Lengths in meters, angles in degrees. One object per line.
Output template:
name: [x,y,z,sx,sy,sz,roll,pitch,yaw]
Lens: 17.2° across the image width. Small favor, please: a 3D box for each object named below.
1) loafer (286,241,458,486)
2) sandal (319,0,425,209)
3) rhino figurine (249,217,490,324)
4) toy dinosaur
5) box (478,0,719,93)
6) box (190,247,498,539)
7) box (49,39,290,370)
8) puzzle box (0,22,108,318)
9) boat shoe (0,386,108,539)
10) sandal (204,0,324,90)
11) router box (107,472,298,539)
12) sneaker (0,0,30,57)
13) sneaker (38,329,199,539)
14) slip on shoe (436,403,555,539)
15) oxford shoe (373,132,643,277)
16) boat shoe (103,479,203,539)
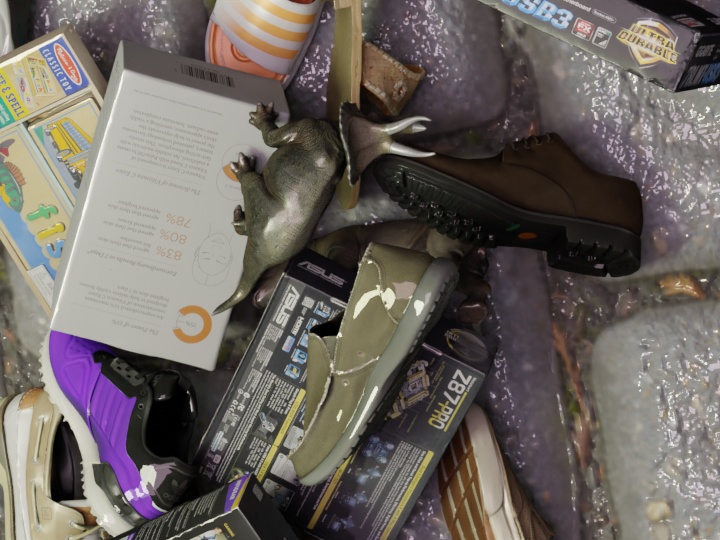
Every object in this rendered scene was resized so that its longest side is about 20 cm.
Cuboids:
loafer: [-0.003,0.059,1.612,0.070,0.075,0.200,33,117,8]
sandal: [0.013,-0.148,1.706,0.069,0.078,0.212,-10,110,-13]
rhino figurine: [0.000,0.000,1.722,0.200,0.088,0.060,-5,132,19]
toy dinosaur: [-0.049,-0.053,1.611,0.200,0.102,0.077,-48,119,2]
box: [0.150,-0.182,1.592,0.198,0.200,0.050,26,104,14]
box: [-0.015,0.100,1.700,0.161,0.049,0.200,27,123,2]
box: [-0.139,-0.048,1.709,0.124,0.098,0.200,15,106,-11]
puzzle box: [-0.223,-0.071,1.773,0.133,0.025,0.200,-24,110,18]
boat shoe: [-0.226,0.187,1.804,0.068,0.075,0.200,-18,89,38]
sandal: [-0.060,-0.217,1.728,0.079,0.059,0.207,31,104,13]
router box: [-0.093,0.261,1.686,0.157,0.052,0.200,-26,107,21]
sneaker: [-0.288,-0.190,1.797,0.080,0.070,0.201,-4,94,17]
sneaker: [-0.166,0.098,1.754,0.099,0.070,0.200,-41,52,21]
slip on shoe: [0.108,0.191,1.716,0.076,0.060,0.200,-38,65,61]
oxford shoe: [0.104,-0.059,1.664,0.200,0.073,0.085,16,69,-17]
boat shoe: [-0.167,0.237,1.761,0.074,0.073,0.200,9,82,22]
